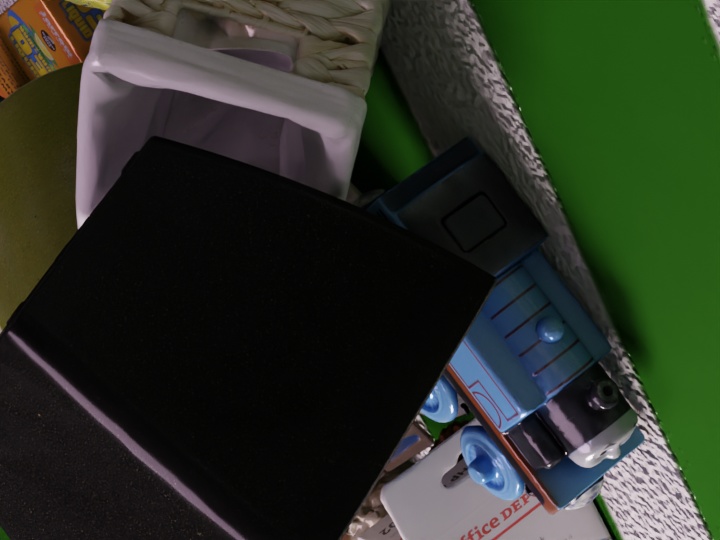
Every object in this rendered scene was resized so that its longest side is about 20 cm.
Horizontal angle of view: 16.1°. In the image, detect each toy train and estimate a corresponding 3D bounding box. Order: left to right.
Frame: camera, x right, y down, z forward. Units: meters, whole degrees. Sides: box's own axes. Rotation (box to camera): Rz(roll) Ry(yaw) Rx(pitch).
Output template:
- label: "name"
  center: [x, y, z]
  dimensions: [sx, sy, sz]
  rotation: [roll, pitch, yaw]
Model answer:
- label: "toy train"
  center: [0.067, 0.033, 1.306]
  dimensions: [0.200, 0.087, 0.114]
  rotation: [53, 154, 4]

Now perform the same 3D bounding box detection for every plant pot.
- label: "plant pot"
  center: [-0.134, 0.010, 1.464]
  dimensions: [0.200, 0.187, 0.187]
  rotation: [-106, -2, -52]
- label: "plant pot"
  center: [-0.085, 0.057, 1.227]
  dimensions: [0.177, 0.200, 0.200]
  rotation: [37, 145, -4]

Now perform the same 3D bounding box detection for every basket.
- label: "basket"
  center: [-0.062, -0.092, 1.276]
  dimensions: [0.135, 0.124, 0.200]
  rotation: [15, 154, -1]

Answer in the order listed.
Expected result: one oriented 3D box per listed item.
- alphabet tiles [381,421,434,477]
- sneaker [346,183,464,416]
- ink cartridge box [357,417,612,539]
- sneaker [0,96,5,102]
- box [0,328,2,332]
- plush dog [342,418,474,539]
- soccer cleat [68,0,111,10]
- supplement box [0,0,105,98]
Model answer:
- label: "alphabet tiles"
  center: [-0.083, 0.080, 1.390]
  dimensions: [0.200, 0.167, 0.008]
  rotation: [44, -158, -33]
- label: "sneaker"
  center: [0.000, 0.000, 1.437]
  dimensions: [0.200, 0.075, 0.085]
  rotation: [51, 177, 3]
- label: "ink cartridge box"
  center: [0.081, 0.171, 1.443]
  dimensions: [0.068, 0.115, 0.200]
  rotation: [10, 131, 62]
- label: "sneaker"
  center: [-0.234, -0.080, 1.634]
  dimensions: [0.200, 0.066, 0.078]
  rotation: [29, -169, -29]
- label: "box"
  center: [-0.219, 0.026, 1.745]
  dimensions: [0.176, 0.096, 0.200]
  rotation: [116, 145, -50]
- label: "plush dog"
  center: [-0.008, 0.144, 1.518]
  dimensions: [0.172, 0.160, 0.200]
  rotation: [28, 127, 9]
- label: "soccer cleat"
  center: [-0.120, -0.161, 1.413]
  dimensions: [0.200, 0.084, 0.065]
  rotation: [33, 151, 45]
- label: "supplement box"
  center: [-0.190, -0.152, 1.612]
  dimensions: [0.067, 0.069, 0.200]
  rotation: [55, 158, -7]
